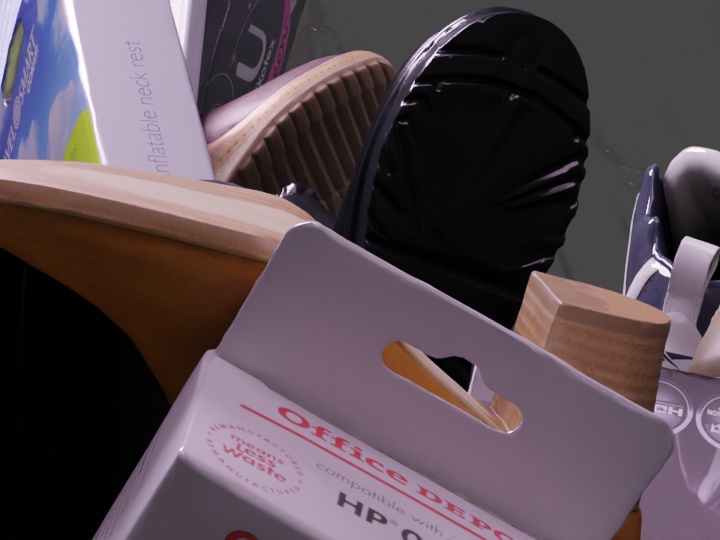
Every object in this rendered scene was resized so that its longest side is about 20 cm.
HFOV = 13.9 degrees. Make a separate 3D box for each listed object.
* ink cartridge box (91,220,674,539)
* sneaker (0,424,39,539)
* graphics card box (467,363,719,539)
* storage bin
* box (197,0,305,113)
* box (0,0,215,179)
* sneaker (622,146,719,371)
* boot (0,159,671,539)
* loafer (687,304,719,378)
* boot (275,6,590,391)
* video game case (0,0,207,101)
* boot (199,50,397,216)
[{"bbox_3d":[-0.019,0.103,0.720,0.115,0.200,0.068,29,19,-6],"label":"ink cartridge box"},{"bbox_3d":[-0.146,0.066,0.976,0.200,0.077,0.075,5,23,-8],"label":"sneaker"},{"bbox_3d":[0.075,0.116,0.853,0.125,0.051,0.200,12,49,6],"label":"graphics card box"},{"bbox_3d":[-0.117,0.063,0.857,0.145,0.200,0.134,-3,13,-30],"label":"storage bin"},{"bbox_3d":[-0.089,-0.150,1.354,0.115,0.200,0.132,17,-2,18],"label":"box"},{"bbox_3d":[-0.093,-0.017,1.068,0.048,0.122,0.200,4,43,-19],"label":"box"},{"bbox_3d":[0.155,0.004,1.194,0.079,0.130,0.199,21,23,26],"label":"sneaker"},{"bbox_3d":[-0.025,0.057,0.767,0.201,0.144,0.071,15,10,-6],"label":"boot"},{"bbox_3d":[0.173,0.063,1.014,0.076,0.068,0.200,0,-25,31],"label":"loafer"},{"bbox_3d":[0.001,0.000,1.027,0.073,0.199,0.162,13,5,-22],"label":"boot"},{"bbox_3d":[-0.159,-0.074,1.239,0.200,0.018,0.143,-17,35,13],"label":"video game case"},{"bbox_3d":[-0.100,-0.049,1.234,0.166,0.072,0.200,24,51,37],"label":"boot"}]
